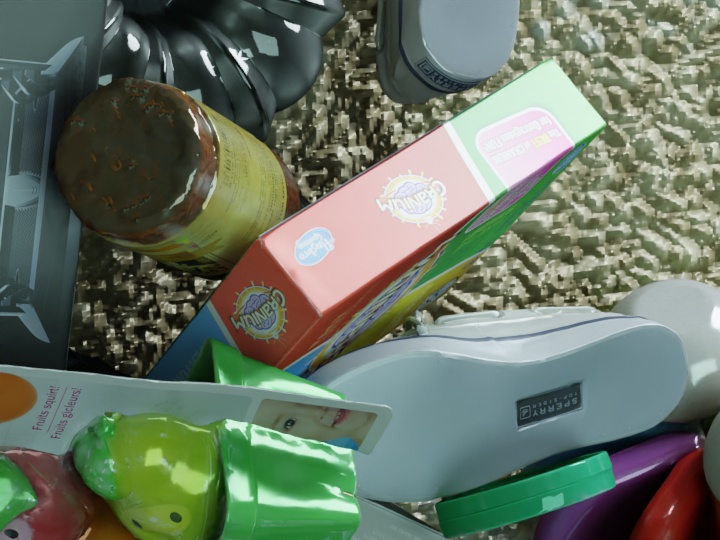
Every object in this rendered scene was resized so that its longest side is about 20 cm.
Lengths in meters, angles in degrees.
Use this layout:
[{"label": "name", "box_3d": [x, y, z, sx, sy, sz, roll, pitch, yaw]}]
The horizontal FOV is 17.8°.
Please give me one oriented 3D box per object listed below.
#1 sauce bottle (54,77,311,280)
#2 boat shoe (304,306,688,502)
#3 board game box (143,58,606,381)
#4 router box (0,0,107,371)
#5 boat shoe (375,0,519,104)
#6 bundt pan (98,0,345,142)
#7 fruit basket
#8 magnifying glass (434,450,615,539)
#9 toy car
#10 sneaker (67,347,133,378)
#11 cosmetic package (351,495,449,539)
[{"label": "sauce bottle", "box_3d": [-0.060, -0.028, 0.935, 0.066, 0.066, 0.200, -67, 161, -2]}, {"label": "boat shoe", "box_3d": [0.044, 0.047, 1.038, 0.202, 0.086, 0.075, -13, 110, -27]}, {"label": "board game box", "box_3d": [0.000, 0.000, 0.990, 0.040, 0.153, 0.200, 50, 48, 7]}, {"label": "router box", "box_3d": [-0.186, -0.039, 0.887, 0.157, 0.052, 0.201, 3, 103, -23]}, {"label": "boat shoe", "box_3d": [0.041, -0.171, 1.057, 0.073, 0.065, 0.200, 26, 66, -25]}, {"label": "bundt pan", "box_3d": [-0.089, -0.130, 0.983, 0.201, 0.076, 0.202, -6, 103, -29]}, {"label": "fruit basket", "box_3d": [-0.107, 0.098, 0.887, 0.200, 0.094, 0.185, 2, 143, -23]}, {"label": "magnifying glass", "box_3d": [0.067, 0.105, 1.061, 0.079, 0.200, 0.022, -17, 87, -7]}, {"label": "toy car", "box_3d": [0.157, 0.119, 1.114, 0.150, 0.200, 0.175, -28, 134, -17]}, {"label": "sneaker", "box_3d": [-0.165, 0.112, 0.995, 0.114, 0.075, 0.200, 44, 77, -24]}, {"label": "cosmetic package", "box_3d": [-0.058, 0.181, 1.043, 0.090, 0.107, 0.200, 28, 89, -46]}]
